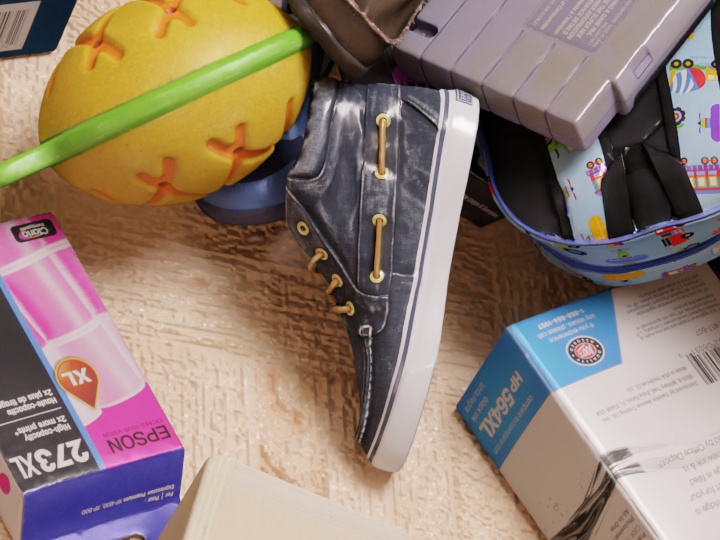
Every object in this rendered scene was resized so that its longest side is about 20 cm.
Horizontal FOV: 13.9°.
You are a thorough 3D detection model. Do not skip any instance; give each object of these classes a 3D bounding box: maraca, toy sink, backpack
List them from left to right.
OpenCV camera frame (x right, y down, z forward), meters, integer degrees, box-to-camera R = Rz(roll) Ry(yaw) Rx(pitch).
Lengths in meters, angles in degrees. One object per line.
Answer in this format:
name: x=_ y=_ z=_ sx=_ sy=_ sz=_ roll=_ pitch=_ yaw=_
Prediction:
maraca: x=-0.115 y=-0.080 z=1.514 sx=0.200 sy=0.137 sz=0.107 roll=-24 pitch=91 yaw=4
toy sink: x=-0.061 y=0.210 z=1.335 sx=0.112 sy=0.130 sz=0.200 roll=23 pitch=47 yaw=-8
backpack: x=0.151 y=-0.076 z=1.588 sx=0.182 sy=0.135 sz=0.200 roll=-16 pitch=51 yaw=7

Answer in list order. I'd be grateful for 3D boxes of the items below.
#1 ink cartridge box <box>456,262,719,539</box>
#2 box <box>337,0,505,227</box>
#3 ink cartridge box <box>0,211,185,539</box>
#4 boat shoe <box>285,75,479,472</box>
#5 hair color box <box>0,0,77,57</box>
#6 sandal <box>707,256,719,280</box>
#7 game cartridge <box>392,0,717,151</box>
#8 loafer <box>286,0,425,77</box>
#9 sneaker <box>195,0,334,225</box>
ink cartridge box: x=0.169 y=0.108 z=1.558 sx=0.146 sy=0.084 sz=0.200 roll=-18 pitch=64 yaw=-35
box: x=0.022 y=-0.132 z=1.647 sx=0.143 sy=0.036 sz=0.200 roll=28 pitch=40 yaw=-58
ink cartridge box: x=-0.155 y=0.065 z=1.471 sx=0.095 sy=0.037 sz=0.200 roll=-15 pitch=64 yaw=-34
boat shoe: x=0.000 y=0.000 z=1.527 sx=0.091 sy=0.200 sz=0.071 roll=10 pitch=4 yaw=-2
hair color box: x=-0.240 y=-0.209 z=1.630 sx=0.100 sy=0.061 sz=0.200 roll=-10 pitch=59 yaw=-32
sandal: x=0.205 y=0.037 z=1.659 sx=0.200 sy=0.045 sz=0.075 roll=50 pitch=27 yaw=22
game cartridge: x=0.125 y=-0.158 z=1.552 sx=0.130 sy=0.038 sz=0.200 roll=28 pitch=68 yaw=29
loafer: x=0.014 y=-0.175 z=1.544 sx=0.073 sy=0.071 sz=0.200 roll=47 pitch=32 yaw=-20
sneaker: x=-0.055 y=-0.107 z=1.613 sx=0.074 sy=0.082 sz=0.200 roll=1 pitch=46 yaw=7
